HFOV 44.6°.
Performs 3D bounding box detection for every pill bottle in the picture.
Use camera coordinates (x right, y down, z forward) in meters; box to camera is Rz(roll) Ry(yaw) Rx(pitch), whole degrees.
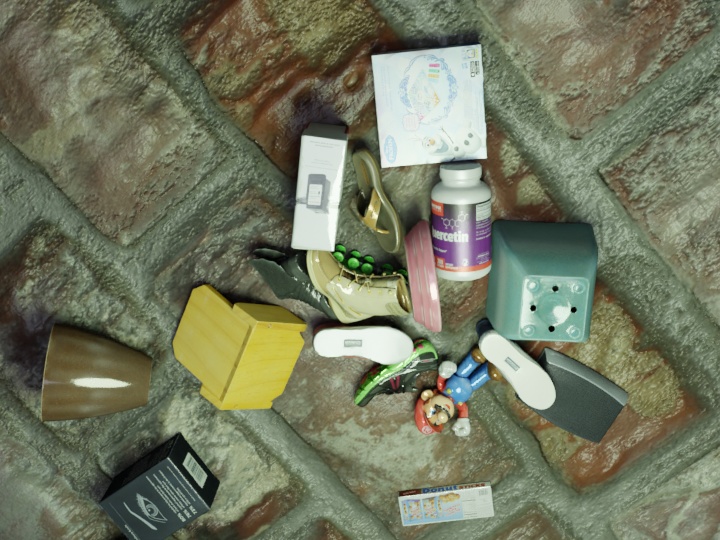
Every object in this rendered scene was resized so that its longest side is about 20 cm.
[{"bbox_3d":[0.185,-0.091,1.610,0.110,0.113,0.205,-2,108,4],"label":"pill bottle"}]

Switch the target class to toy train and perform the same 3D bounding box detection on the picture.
[{"bbox_3d":[0.000,0.000,1.691,0.196,0.042,0.057,21,119,-3],"label":"toy train"}]

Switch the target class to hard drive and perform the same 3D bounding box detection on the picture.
[{"bbox_3d":[0.422,0.255,1.746,0.197,0.042,0.137,29,107,-6],"label":"hard drive"}]

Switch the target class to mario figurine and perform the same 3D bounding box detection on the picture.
[{"bbox_3d":[0.188,0.251,1.723,0.200,0.106,0.124,-46,69,9],"label":"mario figurine"}]

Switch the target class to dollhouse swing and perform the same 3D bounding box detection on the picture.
[{"bbox_3d":[-0.245,0.143,1.755,0.179,0.175,0.203,7,115,-43],"label":"dollhouse swing"}]

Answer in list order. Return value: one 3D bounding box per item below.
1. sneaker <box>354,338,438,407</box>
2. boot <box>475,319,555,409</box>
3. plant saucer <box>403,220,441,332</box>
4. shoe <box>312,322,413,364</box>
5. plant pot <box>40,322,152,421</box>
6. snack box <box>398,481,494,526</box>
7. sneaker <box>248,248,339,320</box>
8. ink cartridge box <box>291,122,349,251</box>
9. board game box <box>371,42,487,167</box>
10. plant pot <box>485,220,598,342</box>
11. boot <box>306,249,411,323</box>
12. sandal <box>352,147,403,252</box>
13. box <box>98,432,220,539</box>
[{"bbox_3d":[0.070,0.219,1.739,0.198,0.077,0.084,-34,99,14],"label":"sneaker"},{"bbox_3d":[0.302,0.176,1.705,0.072,0.091,0.200,-39,104,12],"label":"boot"},{"bbox_3d":[0.111,0.012,1.601,0.050,0.201,0.205,-7,108,2],"label":"plant saucer"},{"bbox_3d":[0.002,0.135,1.710,0.195,0.091,0.073,3,97,-5],"label":"shoe"},{"bbox_3d":[-0.514,0.208,1.732,0.195,0.187,0.191,6,109,-14],"label":"plant pot"},{"bbox_3d":[0.180,0.491,1.848,0.195,0.024,0.074,-8,108,6],"label":"snack box"},{"bbox_3d":[-0.121,0.029,1.697,0.103,0.061,0.201,-19,124,31],"label":"sneaker"},{"bbox_3d":[-0.072,-0.152,1.588,0.081,0.146,0.205,7,108,-1],"label":"ink cartridge box"},{"bbox_3d":[0.125,-0.297,1.583,0.194,0.043,0.205,-4,108,4],"label":"board game box"},{"bbox_3d":[0.337,0.034,1.596,0.191,0.200,0.201,2,108,2],"label":"plant pot"},{"bbox_3d":[-0.001,0.019,1.624,0.152,0.074,0.202,-6,133,29],"label":"boot"},{"bbox_3d":[0.019,-0.124,1.623,0.053,0.080,0.204,-27,104,-30],"label":"sandal"},{"bbox_3d":[-0.418,0.465,1.834,0.198,0.105,0.149,-32,104,13],"label":"box"}]
